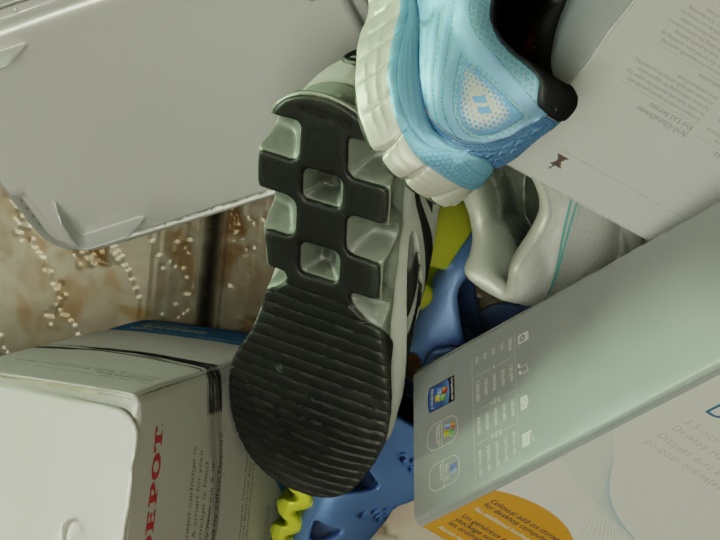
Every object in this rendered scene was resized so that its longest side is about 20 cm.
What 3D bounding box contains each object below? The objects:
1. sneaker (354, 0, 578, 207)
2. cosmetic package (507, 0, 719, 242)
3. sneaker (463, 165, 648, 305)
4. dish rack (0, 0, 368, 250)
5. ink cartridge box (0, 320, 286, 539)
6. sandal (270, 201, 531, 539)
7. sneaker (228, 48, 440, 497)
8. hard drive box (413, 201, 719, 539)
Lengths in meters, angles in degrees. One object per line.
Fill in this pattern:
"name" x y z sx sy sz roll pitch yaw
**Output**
"sneaker" 0.048 -0.125 1.060 0.090 0.078 0.201 -22 62 31
"cosmetic package" 0.170 -0.067 1.085 0.199 0.052 0.151 27 114 -27
"sneaker" 0.071 -0.081 1.128 0.070 0.080 0.202 5 109 43
"dish rack" -0.073 -0.077 1.140 0.199 0.044 0.172 -16 141 13
"ink cartridge box" -0.099 0.104 1.162 0.084 0.200 0.146 8 96 16
"sandal" 0.024 0.065 1.202 0.087 0.080 0.201 26 114 1
"sneaker" 0.000 0.000 1.126 0.074 0.089 0.201 22 126 16
"hard drive box" 0.143 0.062 1.109 0.155 0.077 0.200 31 133 -34
